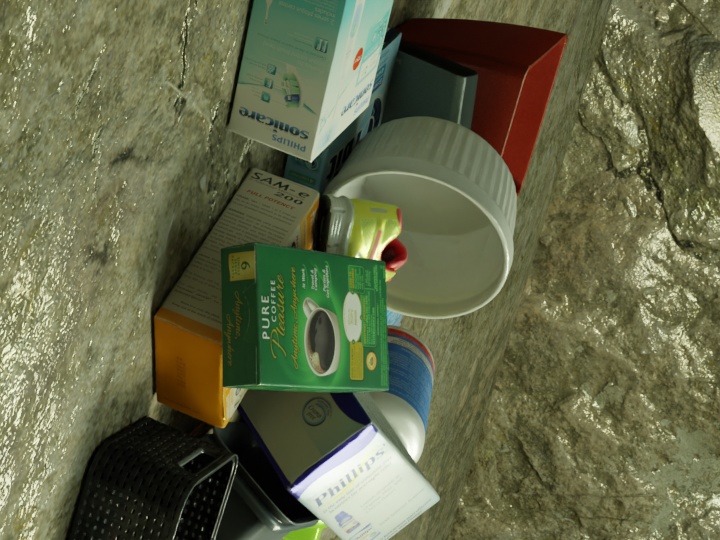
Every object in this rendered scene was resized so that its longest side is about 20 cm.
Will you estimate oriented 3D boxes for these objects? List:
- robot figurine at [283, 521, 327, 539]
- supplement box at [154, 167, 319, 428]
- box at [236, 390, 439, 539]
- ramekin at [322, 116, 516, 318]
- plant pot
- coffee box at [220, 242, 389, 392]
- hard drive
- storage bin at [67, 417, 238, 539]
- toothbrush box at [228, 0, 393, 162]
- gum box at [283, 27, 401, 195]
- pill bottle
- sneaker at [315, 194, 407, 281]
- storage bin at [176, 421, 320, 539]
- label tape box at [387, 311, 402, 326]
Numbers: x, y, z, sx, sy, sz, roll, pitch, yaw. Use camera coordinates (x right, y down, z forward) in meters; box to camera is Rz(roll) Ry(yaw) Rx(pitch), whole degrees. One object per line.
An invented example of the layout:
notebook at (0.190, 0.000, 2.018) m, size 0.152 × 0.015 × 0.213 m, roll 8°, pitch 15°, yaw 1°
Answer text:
robot figurine at (-0.056, 0.219, 2.036) m, size 0.176 × 0.115 × 0.202 m, roll -56°, pitch 163°, yaw -68°
supplement box at (-0.110, 0.024, 1.578) m, size 0.127 × 0.073 × 0.201 m, roll 95°, pitch 19°, yaw -50°
box at (-0.035, 0.156, 1.714) m, size 0.105 × 0.184 × 0.200 m, roll -37°, pitch 143°, yaw 0°
ramekin at (0.062, -0.058, 1.725) m, size 0.201 × 0.198 × 0.106 m, roll 98°, pitch 10°, yaw -47°
plant pot at (0.102, -0.180, 1.934) m, size 0.200 × 0.175 × 0.202 m, roll -42°, pitch 151°, yaw -63°
coffee box at (-0.046, 0.045, 1.524) m, size 0.199 × 0.044 × 0.124 m, roll 6°, pitch 81°, yaw -55°
hard drive at (0.053, -0.134, 1.832) m, size 0.033 × 0.139 × 0.202 m, roll -19°, pitch 126°, yaw -43°
storage bin at (-0.194, 0.247, 1.533) m, size 0.135 × 0.093 × 0.202 m, roll -28°, pitch 139°, yaw -72°
toothbrush box at (-0.033, -0.217, 1.496) m, size 0.146 × 0.085 × 0.202 m, roll -49°, pitch 158°, yaw -58°
gum box at (-0.026, -0.132, 1.763) m, size 0.170 × 0.044 × 0.202 m, roll -50°, pitch 157°, yaw -56°
pill bottle at (0.020, 0.158, 1.913) m, size 0.201 × 0.111 × 0.113 m, roll -78°, pitch -179°, yaw -57°
sneaker at (0.000, 0.000, 1.680) m, size 0.201 × 0.089 × 0.079 m, roll 100°, pitch -16°, yaw -59°
storage bin at (-0.138, 0.233, 1.708) m, size 0.134 × 0.146 × 0.200 m, roll -42°, pitch 169°, yaw 4°
label tape box at (-0.006, 0.110, 2.208) m, size 0.143 × 0.066 × 0.202 m, roll -45°, pitch 156°, yaw -61°
